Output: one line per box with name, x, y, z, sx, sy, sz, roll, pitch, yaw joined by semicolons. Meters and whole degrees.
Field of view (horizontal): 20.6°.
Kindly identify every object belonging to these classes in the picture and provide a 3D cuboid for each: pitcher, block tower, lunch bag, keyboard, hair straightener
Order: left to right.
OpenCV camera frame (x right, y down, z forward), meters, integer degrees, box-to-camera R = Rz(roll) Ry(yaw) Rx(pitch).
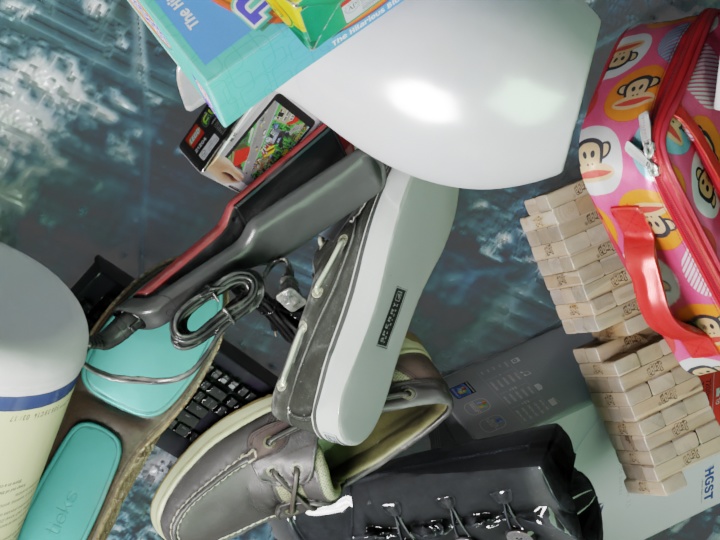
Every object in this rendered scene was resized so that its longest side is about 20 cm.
keyboard;-0.097;0.049;1.179;0.127;0.021;0.200;-48;134;5
hair straightener;-0.065;-0.003;1.063;0.199;0.077;0.041;-36;134;-16
pitcher;0.024;-0.138;1.015;0.198;0.121;0.173;15;88;4
block tower;0.166;0.039;1.254;0.057;0.054;0.201;-22;93;-18
lunch bag;0.205;-0.039;1.203;0.201;0.081;0.177;57;44;-30

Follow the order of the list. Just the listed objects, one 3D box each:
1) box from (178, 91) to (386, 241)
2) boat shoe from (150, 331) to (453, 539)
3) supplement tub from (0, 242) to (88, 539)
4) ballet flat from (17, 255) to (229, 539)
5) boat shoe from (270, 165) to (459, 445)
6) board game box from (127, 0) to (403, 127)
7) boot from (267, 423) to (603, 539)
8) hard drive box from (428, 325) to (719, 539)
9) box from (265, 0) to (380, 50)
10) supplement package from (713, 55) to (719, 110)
box;-0.002;-0.122;1.112;0.110;0.035;0.201;27;103;-42
boat shoe;-0.034;0.112;1.206;0.200;0.066;0.072;-33;134;-9
supplement tub;-0.236;0.091;1.029;0.144;0.145;0.201;8;115;-36
ballet flat;-0.140;0.080;1.118;0.070;0.065;0.201;33;84;-4
boat shoe;0.000;0.000;1.171;0.071;0.063;0.201;34;75;-59
board game box;-0.030;-0.186;0.968;0.199;0.152;0.045;-36;155;-7
boot;0.062;0.172;1.264;0.199;0.066;0.165;-14;138;23
hard drive box;0.151;0.118;1.350;0.199;0.077;0.157;-23;131;-19
box;-0.039;-0.210;0.929;0.117;0.200;0.048;-36;157;-6
supplement package;0.316;-0.165;1.156;0.200;0.155;0.112;-45;145;-47
